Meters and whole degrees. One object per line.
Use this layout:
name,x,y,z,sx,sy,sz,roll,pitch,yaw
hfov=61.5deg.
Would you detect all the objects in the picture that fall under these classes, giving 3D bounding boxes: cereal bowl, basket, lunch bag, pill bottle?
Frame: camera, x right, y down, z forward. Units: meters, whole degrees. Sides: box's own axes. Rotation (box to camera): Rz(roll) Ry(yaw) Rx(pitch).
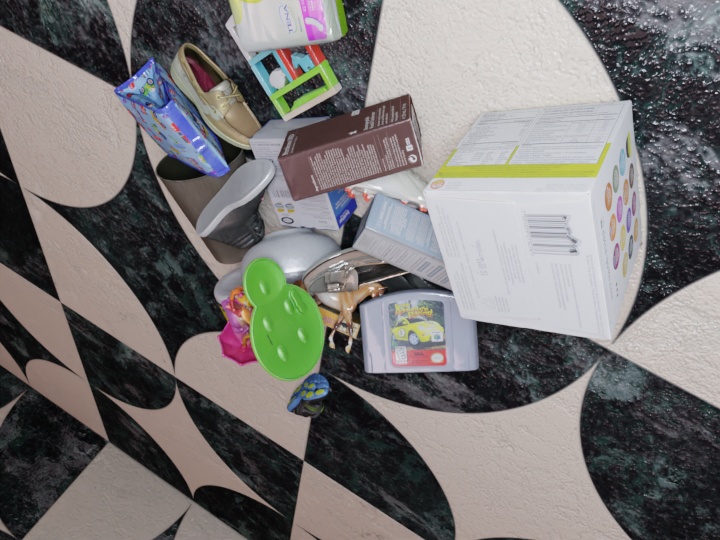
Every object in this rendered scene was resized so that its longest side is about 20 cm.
cereal bowl,-0.125,-0.026,1.098,0.197,0.197,0.086,-13,84,43
basket,-0.263,-0.125,1.137,0.175,0.138,0.203,-1,132,21
lunch bag,-0.300,-0.236,0.995,0.200,0.094,0.151,43,172,43
pill bottle,-0.237,0.103,1.341,0.110,0.113,0.204,5,131,33

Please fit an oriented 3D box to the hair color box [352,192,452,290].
hair color box,0.094,-0.038,0.932,0.195,0.062,0.099,23,161,-7

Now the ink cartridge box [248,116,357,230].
ink cartridge box,-0.090,-0.148,1.022,0.133,0.077,0.204,8,130,33

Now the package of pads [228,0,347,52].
package of pads,-0.111,-0.398,0.791,0.150,0.069,0.205,2,124,24

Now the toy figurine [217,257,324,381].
toy figurine,-0.183,0.089,1.018,0.181,0.150,0.204,-12,110,45

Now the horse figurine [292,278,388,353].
horse figurine,-0.061,0.061,1.077,0.195,0.136,0.050,16,171,22

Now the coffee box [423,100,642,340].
coffee box,0.225,-0.068,0.756,0.195,0.199,0.203,5,132,36

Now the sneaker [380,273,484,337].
sneaker,0.122,0.054,1.063,0.200,0.060,0.104,46,141,-1

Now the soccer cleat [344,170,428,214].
soccer cleat,0.065,-0.134,0.928,0.194,0.080,0.069,17,174,5

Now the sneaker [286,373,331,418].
sneaker,-0.114,0.313,1.485,0.081,0.072,0.200,30,143,-12

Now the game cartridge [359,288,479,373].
game cartridge,0.096,0.100,1.006,0.193,0.041,0.138,-4,95,12

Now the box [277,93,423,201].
box,-0.012,-0.175,0.861,0.194,0.101,0.076,-15,123,13

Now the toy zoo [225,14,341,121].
toy zoo,-0.125,-0.339,0.915,0.129,0.021,0.203,-11,119,43

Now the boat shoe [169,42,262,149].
boat shoe,-0.237,-0.289,1.006,0.199,0.074,0.066,43,146,-5

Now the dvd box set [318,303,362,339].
dvd box set,-0.066,0.081,1.181,0.195,0.146,0.030,23,94,20

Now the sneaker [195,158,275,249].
sneaker,-0.188,-0.110,1.037,0.198,0.072,0.098,-37,139,29

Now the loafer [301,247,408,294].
loafer,0.000,0.000,1.005,0.073,0.195,0.064,81,165,-58
